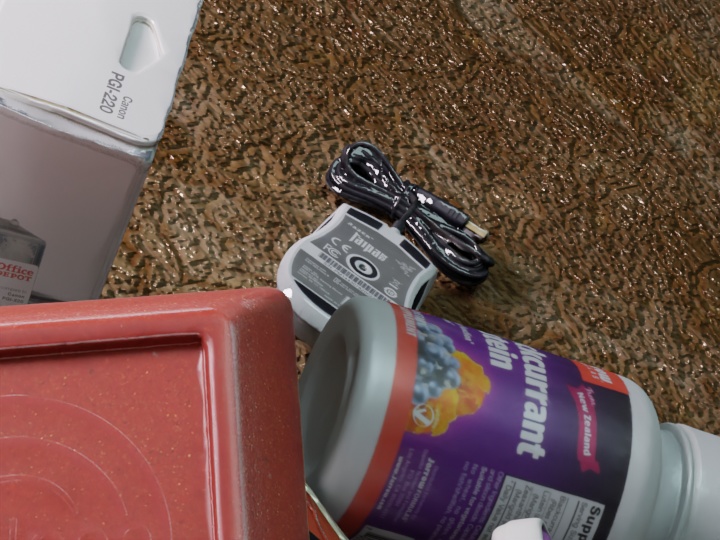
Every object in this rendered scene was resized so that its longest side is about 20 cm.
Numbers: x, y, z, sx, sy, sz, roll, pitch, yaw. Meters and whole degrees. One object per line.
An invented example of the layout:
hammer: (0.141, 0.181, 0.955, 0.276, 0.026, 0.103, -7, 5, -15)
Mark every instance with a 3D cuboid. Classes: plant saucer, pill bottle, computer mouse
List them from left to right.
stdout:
plant saucer: (-0.116, 0.097, 0.727, 0.198, 0.037, 0.201, -4, 67, -1)
computer mouse: (0.000, 0.000, 1.155, 0.109, 0.044, 0.200, 37, 29, 4)
pill bottle: (0.072, 0.091, 1.022, 0.199, 0.112, 0.112, 17, 35, -16)

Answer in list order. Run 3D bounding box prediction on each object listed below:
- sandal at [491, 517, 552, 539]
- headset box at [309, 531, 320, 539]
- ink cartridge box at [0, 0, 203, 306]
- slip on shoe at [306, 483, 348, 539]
sandal: (0.093, 0.153, 0.814, 0.050, 0.203, 0.083, -14, 60, 10)
headset box: (-0.037, 0.182, 0.796, 0.200, 0.149, 0.077, 40, 36, 16)
ink cartridge box: (-0.144, -0.025, 0.943, 0.084, 0.200, 0.146, 21, 34, -9)
slip on shoe: (-0.052, 0.119, 0.931, 0.200, 0.074, 0.061, 44, 20, 14)
